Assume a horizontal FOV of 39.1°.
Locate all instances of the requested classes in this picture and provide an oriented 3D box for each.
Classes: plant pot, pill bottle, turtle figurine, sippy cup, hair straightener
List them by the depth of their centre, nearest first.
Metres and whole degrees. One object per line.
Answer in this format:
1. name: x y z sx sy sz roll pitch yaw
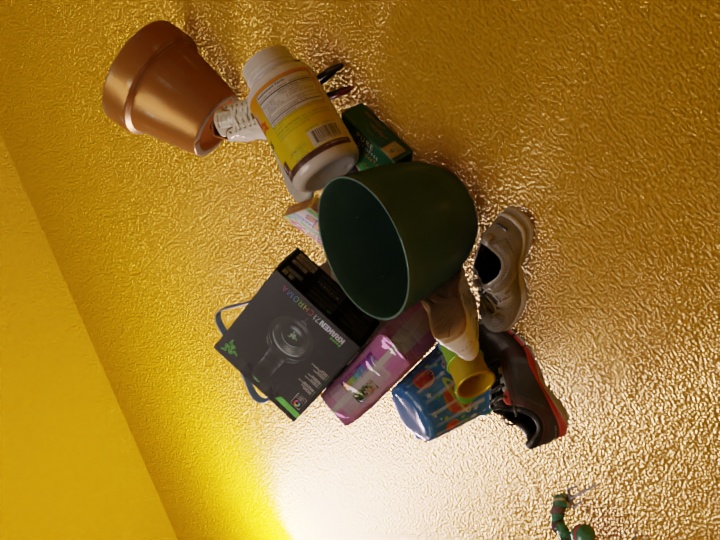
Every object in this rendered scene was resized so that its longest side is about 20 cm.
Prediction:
1. plant pot: 0.063 -0.056 1.385 0.200 0.160 0.203 37 138 41
2. turtle figurine: 0.318 0.392 1.458 0.150 0.100 0.201 46 154 25
3. pill bottle: -0.092 -0.222 1.464 0.202 0.108 0.109 60 152 13
4. sippy cup: 0.122 0.186 1.535 0.140 0.129 0.179 45 153 31
5. hair straightener: -0.080 -0.289 1.553 0.199 0.041 0.078 -2 114 63
6. plant pot: -0.319 -0.303 1.782 0.182 0.200 0.201 35 145 11

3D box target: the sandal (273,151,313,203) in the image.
1. sandal: -0.107 -0.201 1.658 0.205 0.049 0.083 65 150 22

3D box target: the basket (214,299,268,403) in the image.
1. basket: -0.139 0.124 1.697 0.198 0.139 0.178 -20 101 30

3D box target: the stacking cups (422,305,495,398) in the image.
1. stacking cups: 0.129 0.084 1.456 0.061 0.060 0.202 99 155 -49

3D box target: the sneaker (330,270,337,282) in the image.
1. sneaker: 0.000 0.000 1.584 0.114 0.076 0.199 28 172 -42

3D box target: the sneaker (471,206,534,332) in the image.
1. sneaker: 0.174 0.008 1.352 0.075 0.081 0.202 37 143 36

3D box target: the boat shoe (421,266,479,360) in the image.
1. boat shoe: 0.129 0.055 1.411 0.070 0.070 0.201 51 -159 -26

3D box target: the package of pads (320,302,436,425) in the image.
1. package of pads: 0.034 0.141 1.549 0.076 0.120 0.200 46 132 7

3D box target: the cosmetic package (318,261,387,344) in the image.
1. cosmetic package: -0.021 0.088 1.733 0.201 0.087 0.104 54 152 13

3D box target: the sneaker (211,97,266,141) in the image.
1. sneaker: -0.188 -0.243 1.653 0.199 0.084 0.074 -15 83 62

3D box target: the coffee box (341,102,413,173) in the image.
1. coffee box: 0.013 -0.137 1.523 0.123 0.044 0.201 46 149 26

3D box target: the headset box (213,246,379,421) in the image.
1. headset box: -0.102 0.102 1.544 0.174 0.093 0.200 42 120 0

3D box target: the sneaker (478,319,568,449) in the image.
1. sneaker: 0.210 0.160 1.429 0.201 0.081 0.077 55 151 15

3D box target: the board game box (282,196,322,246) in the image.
1. board game box: -0.058 -0.074 1.605 0.095 0.030 0.200 36 166 -13
